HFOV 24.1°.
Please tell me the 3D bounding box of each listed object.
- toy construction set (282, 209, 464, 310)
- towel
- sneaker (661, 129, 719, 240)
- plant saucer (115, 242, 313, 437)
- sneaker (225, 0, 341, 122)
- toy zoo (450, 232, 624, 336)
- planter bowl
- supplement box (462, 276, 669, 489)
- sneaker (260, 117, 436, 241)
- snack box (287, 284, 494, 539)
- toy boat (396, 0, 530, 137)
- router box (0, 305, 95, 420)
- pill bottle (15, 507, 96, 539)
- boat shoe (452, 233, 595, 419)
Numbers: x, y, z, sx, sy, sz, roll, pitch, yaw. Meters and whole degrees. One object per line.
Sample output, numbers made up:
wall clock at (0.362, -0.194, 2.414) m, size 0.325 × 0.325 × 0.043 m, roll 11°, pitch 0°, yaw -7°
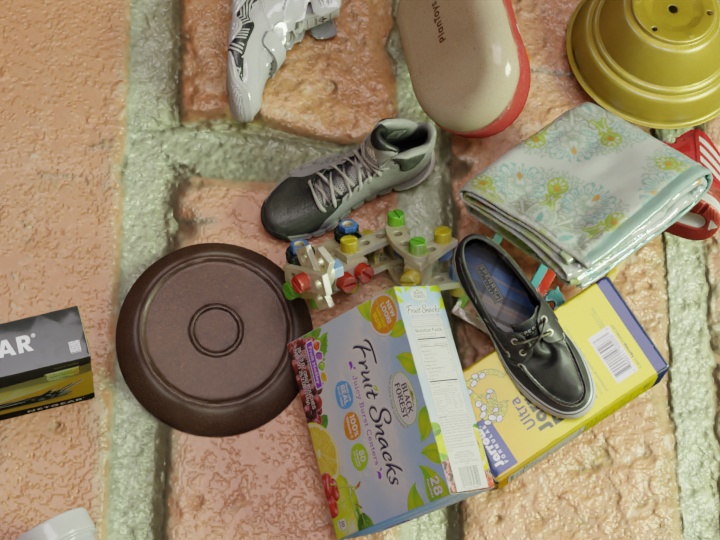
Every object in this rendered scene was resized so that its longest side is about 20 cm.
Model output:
toy construction set at (0.000, 0.000, 1.660) m, size 0.199 × 0.093 × 0.131 m, roll -9°, pitch 31°, yaw -39°
towel at (0.220, -0.081, 1.661) m, size 0.199 × 0.048 × 0.171 m, roll -34°, pitch 53°, yaw -25°
sneaker at (0.296, -0.108, 1.784) m, size 0.199 × 0.079 × 0.116 m, roll 25°, pitch 45°, yaw 10°
plant saucer at (-0.143, 0.063, 1.677) m, size 0.199 × 0.035 × 0.202 m, roll 3°, pitch 72°, yaw -8°
sneaker at (-0.080, -0.247, 1.762) m, size 0.114 × 0.075 × 0.201 m, roll 4°, pitch 68°, yaw -3°
toy zoo at (0.196, -0.011, 1.723) m, size 0.131 × 0.020 × 0.201 m, roll 31°, pitch 87°, yaw 3°
planter bowl at (0.324, -0.257, 1.798) m, size 0.199 × 0.084 × 0.202 m, roll 2°, pitch 62°, yaw -4°
supplement box at (0.185, 0.111, 1.644) m, size 0.199 × 0.109 × 0.110 m, roll -33°, pitch 78°, yaw -3°
sneaker at (-0.010, -0.105, 1.704) m, size 0.199 × 0.116 × 0.075 m, roll -27°, pitch 78°, yaw -15°
snack box at (0.026, 0.135, 1.601) m, size 0.067 × 0.168 × 0.201 m, roll -3°, pitch 72°, yaw -44°
toy boat at (0.126, -0.228, 1.761) m, size 0.130 × 0.130 × 0.201 m, roll 19°, pitch 48°, yaw -41°
router box at (-0.350, 0.100, 1.573) m, size 0.199 × 0.157 × 0.053 m, roll -13°, pitch 74°, yaw -11°
pill bottle at (-0.241, 0.323, 1.539) m, size 0.111 × 0.112 × 0.201 m, roll -27°, pitch 77°, yaw -15°
boat shoe at (0.151, 0.048, 1.569) m, size 0.070 × 0.066 × 0.201 m, roll -30°, pitch 77°, yaw -1°
